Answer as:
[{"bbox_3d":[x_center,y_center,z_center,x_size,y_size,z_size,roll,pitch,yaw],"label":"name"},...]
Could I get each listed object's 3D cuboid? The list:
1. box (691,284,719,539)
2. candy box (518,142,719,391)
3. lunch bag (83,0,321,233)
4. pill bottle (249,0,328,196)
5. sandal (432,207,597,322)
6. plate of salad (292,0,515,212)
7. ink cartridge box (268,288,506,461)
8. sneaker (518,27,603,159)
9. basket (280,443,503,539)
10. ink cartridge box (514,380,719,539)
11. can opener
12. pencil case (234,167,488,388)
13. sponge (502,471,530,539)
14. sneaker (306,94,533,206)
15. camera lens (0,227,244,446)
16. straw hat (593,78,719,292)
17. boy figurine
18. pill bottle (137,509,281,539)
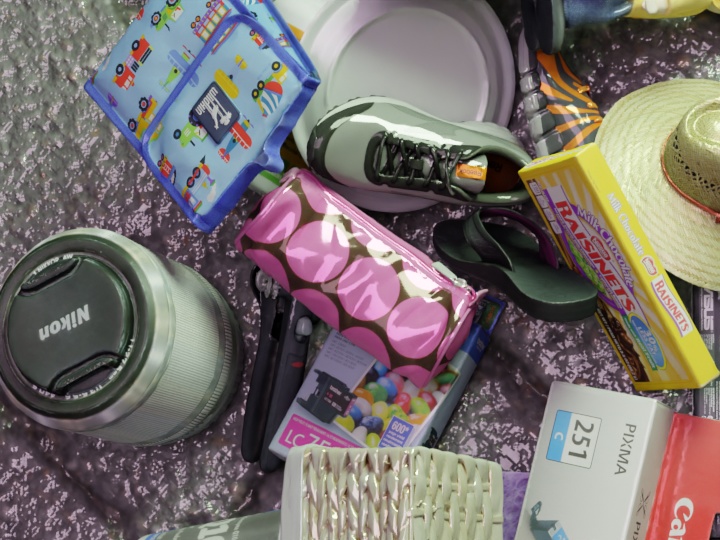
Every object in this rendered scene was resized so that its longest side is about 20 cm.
[{"bbox_3d":[0.334,0.106,1.455,0.160,0.049,0.202,-3,78,21],"label":"box"},{"bbox_3d":[0.196,0.000,1.458,0.026,0.102,0.201,-32,97,-22],"label":"candy box"},{"bbox_3d":[-0.110,-0.134,1.511,0.151,0.094,0.200,-51,48,15],"label":"lunch bag"},{"bbox_3d":[-0.049,-0.159,1.606,0.111,0.111,0.201,30,90,22],"label":"pill bottle"},{"bbox_3d":[0.124,-0.016,1.503,0.200,0.075,0.048,35,130,56],"label":"sandal"},{"bbox_3d":[0.032,-0.148,1.558,0.201,0.199,0.048,-55,25,2],"label":"plate of salad"},{"bbox_3d":[0.023,0.086,1.557,0.119,0.042,0.201,24,77,24],"label":"ink cartridge box"},{"bbox_3d":[0.196,-0.111,1.538,0.111,0.078,0.202,-16,86,12],"label":"sneaker"},{"bbox_3d":[0.027,0.230,1.401,0.123,0.135,0.202,-9,74,38],"label":"basket"},{"bbox_3d":[0.206,0.197,1.440,0.175,0.045,0.202,9,81,33],"label":"ink cartridge box"},{"bbox_3d":[-0.063,0.069,1.585,0.063,0.078,0.202,14,94,59],"label":"can opener"},{"bbox_3d":[0.000,0.000,1.504,0.199,0.091,0.094,34,121,7],"label":"pencil case"},{"bbox_3d":[0.086,0.260,1.522,0.110,0.030,0.202,-1,78,18],"label":"sponge"},{"bbox_3d":[0.053,-0.091,1.513,0.198,0.079,0.075,5,106,-21],"label":"sneaker"},{"bbox_3d":[-0.198,0.060,1.568,0.158,0.200,0.162,-4,78,18],"label":"camera lens"},{"bbox_3d":[0.280,-0.087,1.444,0.199,0.085,0.203,3,62,-6],"label":"straw hat"},{"bbox_3d":[0.227,-0.217,1.514,0.198,0.124,0.065,-9,103,-17],"label":"boy figurine"},{"bbox_3d":[-0.080,0.253,1.536,0.198,0.114,0.115,-13,76,16],"label":"pill bottle"}]
